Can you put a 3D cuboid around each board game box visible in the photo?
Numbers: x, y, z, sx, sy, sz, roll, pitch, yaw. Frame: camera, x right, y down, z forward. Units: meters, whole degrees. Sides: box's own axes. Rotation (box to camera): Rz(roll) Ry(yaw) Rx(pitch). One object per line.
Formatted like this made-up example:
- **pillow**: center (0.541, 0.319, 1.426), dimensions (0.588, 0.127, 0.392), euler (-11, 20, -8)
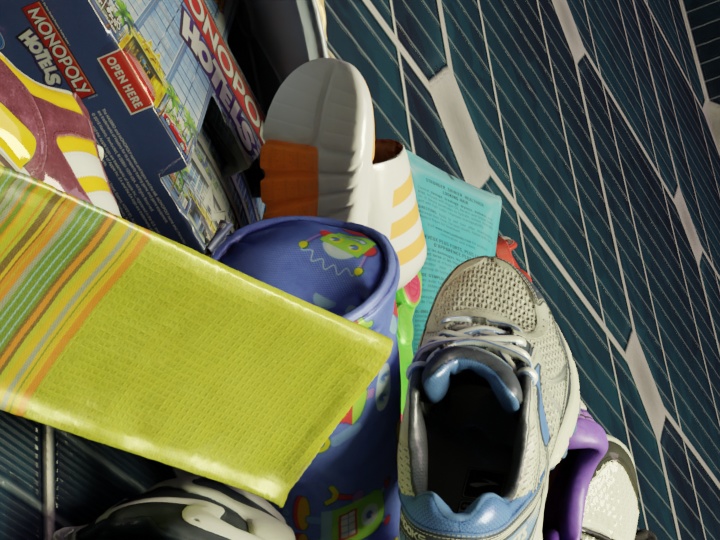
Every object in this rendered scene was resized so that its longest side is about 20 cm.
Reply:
- **board game box**: center (-0.093, -0.094, 0.899), dimensions (0.200, 0.062, 0.200), euler (61, 21, -29)

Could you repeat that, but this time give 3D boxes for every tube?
- **tube**: center (0.043, 0.024, 1.027), dimensions (0.077, 0.050, 0.200), euler (28, 51, -29)

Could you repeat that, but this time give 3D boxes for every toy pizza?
- **toy pizza**: center (-0.047, -0.135, 0.960), dimensions (0.200, 0.032, 0.201), euler (162, -90, -73)

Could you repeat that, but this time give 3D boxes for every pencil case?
- **pencil case**: center (-0.023, 0.070, 0.805), dimensions (0.078, 0.087, 0.200), euler (35, -39, 37)

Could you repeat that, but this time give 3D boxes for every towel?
- **towel**: center (-0.079, 0.029, 0.679), dimensions (0.200, 0.086, 0.018), euler (25, 20, -40)

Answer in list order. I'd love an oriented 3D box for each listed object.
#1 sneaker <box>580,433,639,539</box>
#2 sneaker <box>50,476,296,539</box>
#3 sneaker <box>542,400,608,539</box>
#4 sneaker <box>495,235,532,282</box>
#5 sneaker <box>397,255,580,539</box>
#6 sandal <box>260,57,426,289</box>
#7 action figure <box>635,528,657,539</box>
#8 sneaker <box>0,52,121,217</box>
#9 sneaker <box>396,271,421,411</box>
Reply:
- **sneaker**: center (0.111, 0.184, 0.973), dimensions (0.076, 0.088, 0.200), euler (21, 84, -23)
- **sneaker**: center (-0.036, 0.142, 0.690), dimensions (0.199, 0.080, 0.129), euler (37, 17, 28)
- **sneaker**: center (0.058, 0.149, 0.928), dimensions (0.080, 0.200, 0.083), euler (20, 6, -30)
- **sneaker**: center (0.034, 0.003, 1.098), dimensions (0.201, 0.108, 0.067), euler (35, 39, -61)
- **sneaker**: center (0.053, 0.056, 0.789), dimensions (0.200, 0.077, 0.085), euler (-83, 170, -47)
- **sandal**: center (-0.005, -0.002, 0.882), dimensions (0.079, 0.059, 0.207), euler (31, -54, 50)
- **action figure**: center (0.073, 0.170, 1.058), dimensions (0.200, 0.102, 0.119), euler (18, 73, -25)
- **sneaker**: center (-0.115, -0.018, 0.731), dimensions (0.090, 0.075, 0.200), euler (-83, 150, -44)
- **sneaker**: center (-0.012, 0.039, 0.968), dimensions (0.077, 0.084, 0.200), euler (35, 38, -40)
